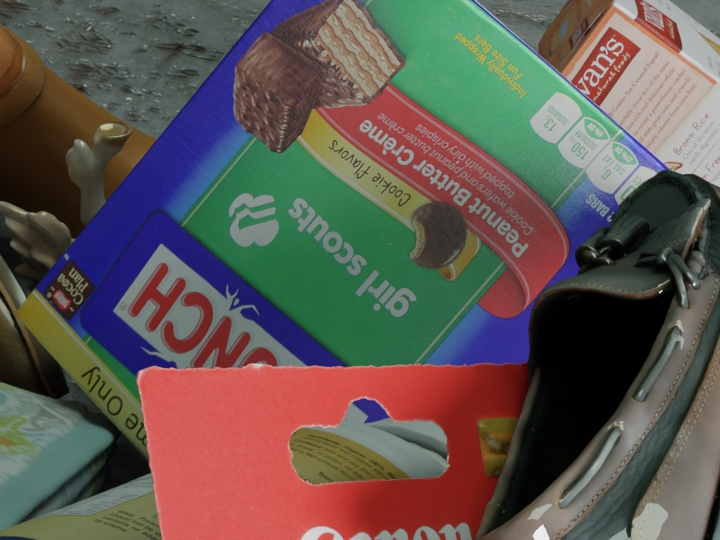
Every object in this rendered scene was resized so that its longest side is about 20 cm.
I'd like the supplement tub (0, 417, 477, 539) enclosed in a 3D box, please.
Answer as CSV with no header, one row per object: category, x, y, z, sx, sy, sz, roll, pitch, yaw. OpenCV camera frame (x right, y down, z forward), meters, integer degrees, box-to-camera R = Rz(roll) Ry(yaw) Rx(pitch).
supplement tub,-0.035,0.124,0.620,0.144,0.145,0.200,31,29,31

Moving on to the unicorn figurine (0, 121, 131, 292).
unicorn figurine,-0.042,0.004,0.910,0.199,0.138,0.074,3,33,10

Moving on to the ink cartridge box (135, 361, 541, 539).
ink cartridge box,0.030,0.117,0.549,0.050,0.201,0.160,-17,-13,41

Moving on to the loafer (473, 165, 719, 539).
loafer,0.073,0.026,0.599,0.063,0.072,0.200,38,34,-16

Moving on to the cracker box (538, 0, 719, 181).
cracker box,0.171,-0.050,0.958,0.200,0.058,0.134,35,16,-6

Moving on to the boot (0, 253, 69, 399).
boot,-0.190,0.001,0.906,0.075,0.074,0.200,-33,50,-20

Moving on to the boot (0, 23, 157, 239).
boot,-0.140,-0.065,0.938,0.199,0.155,0.074,16,63,24

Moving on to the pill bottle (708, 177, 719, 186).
pill bottle,0.125,0.075,0.742,0.112,0.201,0.112,12,25,-6

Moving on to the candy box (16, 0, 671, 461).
candy box,0.000,0.000,0.788,0.169,0.200,0.077,43,8,23

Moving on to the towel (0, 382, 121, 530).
towel,-0.179,0.064,0.731,0.170,0.048,0.200,16,9,5
